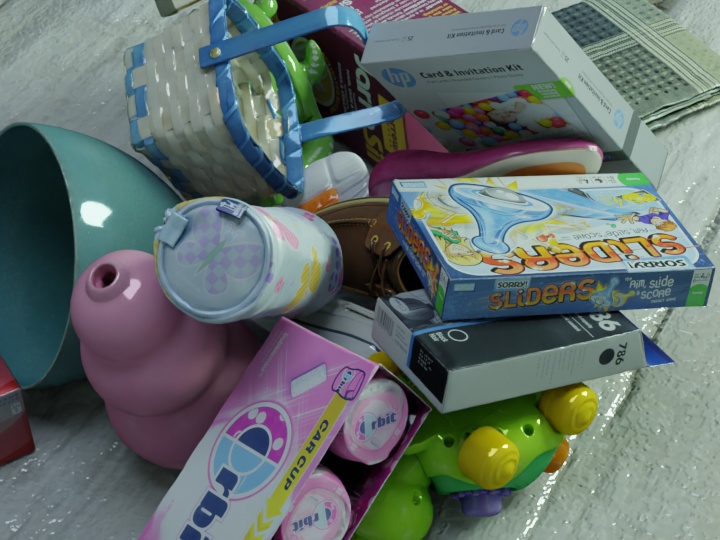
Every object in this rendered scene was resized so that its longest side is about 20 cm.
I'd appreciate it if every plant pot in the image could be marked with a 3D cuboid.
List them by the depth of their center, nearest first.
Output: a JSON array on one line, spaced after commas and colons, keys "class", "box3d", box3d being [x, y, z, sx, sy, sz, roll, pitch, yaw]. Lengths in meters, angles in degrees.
[{"class": "plant pot", "box3d": [-0.203, -0.012, 1.596, 0.134, 0.202, 0.200, -1, 33, -33]}]

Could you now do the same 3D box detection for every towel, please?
[{"class": "towel", "box3d": [0.212, -0.175, 1.836, 0.191, 0.035, 0.200, -20, 40, -20]}]

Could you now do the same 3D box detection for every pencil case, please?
[{"class": "pencil case", "box3d": [-0.075, -0.007, 1.436, 0.090, 0.084, 0.200, 19, 4, 15]}]

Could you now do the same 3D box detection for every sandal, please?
[{"class": "sandal", "box3d": [-0.008, 0.004, 1.638, 0.079, 0.059, 0.208, -20, 58, 9]}]

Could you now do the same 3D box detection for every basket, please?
[{"class": "basket", "box3d": [-0.075, -0.138, 1.607, 0.198, 0.176, 0.140, -10, 66, 13]}]

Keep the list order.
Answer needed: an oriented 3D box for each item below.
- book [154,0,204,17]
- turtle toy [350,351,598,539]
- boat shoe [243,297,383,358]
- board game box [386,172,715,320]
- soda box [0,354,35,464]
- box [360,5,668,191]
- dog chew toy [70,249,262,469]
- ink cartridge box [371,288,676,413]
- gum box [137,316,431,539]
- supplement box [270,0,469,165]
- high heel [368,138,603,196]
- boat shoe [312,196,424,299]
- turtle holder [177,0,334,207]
[{"class": "book", "box3d": [-0.103, -0.250, 1.696, 0.133, 0.048, 0.200, -22, 6, -7]}, {"class": "turtle toy", "box3d": [0.065, 0.120, 1.450, 0.199, 0.102, 0.145, -31, 46, -27]}, {"class": "boat shoe", "box3d": [-0.039, 0.044, 1.558, 0.199, 0.072, 0.066, 12, 43, 45]}, {"class": "board game box", "box3d": [0.132, -0.019, 1.459, 0.198, 0.035, 0.136, -3, 33, -18]}, {"class": "soda box", "box3d": [-0.345, 0.129, 1.521, 0.199, 0.070, 0.063, -23, 45, -19]}, {"class": "box", "box3d": [0.118, -0.122, 1.555, 0.155, 0.200, 0.041, 0, 60, 38]}, {"class": "dog chew toy", "box3d": [-0.142, 0.056, 1.470, 0.123, 0.200, 0.125, -11, 54, 15]}, {"class": "ink cartridge box", "box3d": [0.116, 0.041, 1.427, 0.198, 0.040, 0.099, -9, 34, -30]}, {"class": "gum box", "box3d": [-0.056, 0.144, 1.390, 0.113, 0.066, 0.201, 24, 78, 49]}, {"class": "supplement box", "box3d": [0.017, -0.179, 1.786, 0.103, 0.132, 0.200, -30, 44, -24]}, {"class": "high heel", "box3d": [0.094, -0.081, 1.581, 0.199, 0.067, 0.096, -22, 38, 28]}, {"class": "boat shoe", "box3d": [0.032, -0.011, 1.532, 0.198, 0.073, 0.068, 5, 19, 24]}, {"class": "turtle holder", "box3d": [-0.103, -0.137, 1.766, 0.131, 0.187, 0.141, -31, 6, -21]}]
